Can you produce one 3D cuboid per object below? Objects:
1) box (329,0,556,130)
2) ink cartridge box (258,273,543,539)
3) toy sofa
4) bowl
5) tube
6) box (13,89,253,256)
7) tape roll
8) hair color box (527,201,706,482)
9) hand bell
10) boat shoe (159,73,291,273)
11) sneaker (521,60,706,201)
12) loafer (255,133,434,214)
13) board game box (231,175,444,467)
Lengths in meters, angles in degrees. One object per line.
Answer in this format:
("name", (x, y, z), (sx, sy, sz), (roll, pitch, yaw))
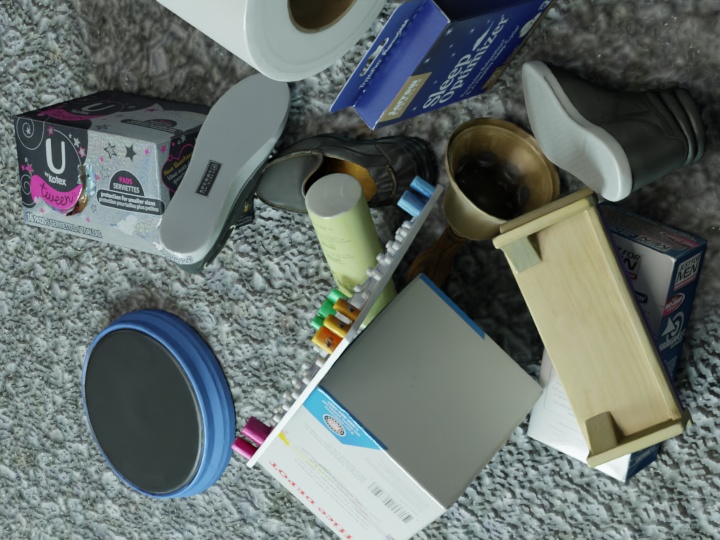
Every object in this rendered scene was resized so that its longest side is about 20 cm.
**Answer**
("box", (0.069, -0.172, 1.404), (0.032, 0.199, 0.121), (50, 130, 16))
("ink cartridge box", (0.028, 0.130, 1.515), (0.147, 0.145, 0.200), (43, 151, 1))
("toy sofa", (0.181, 0.042, 1.386), (0.082, 0.098, 0.202), (-23, 90, 15))
("bowl", (-0.214, 0.142, 1.861), (0.199, 0.039, 0.203), (15, 113, 37))
("tube", (0.000, 0.000, 1.580), (0.201, 0.051, 0.058), (70, -175, -49))
("box", (-0.219, -0.099, 1.724), (0.199, 0.132, 0.116), (12, 113, 38))
("tape roll", (-0.071, -0.278, 1.493), (0.139, 0.202, 0.204), (36, 124, 27))
("hair color box", (0.206, 0.057, 1.452), (0.099, 0.060, 0.202), (24, 119, 30))
("hand bell", (0.083, -0.030, 1.535), (0.104, 0.104, 0.200), (52, 143, 15))
("boat shoe", (-0.123, -0.089, 1.640), (0.068, 0.201, 0.057), (24, 162, 16))
("sneaker", (0.200, -0.120, 1.404), (0.200, 0.098, 0.071), (-127, 24, -56))
("loafer", (-0.030, -0.084, 1.605), (0.199, 0.072, 0.074), (-8, 100, 43))
("board game box", (-0.020, 0.039, 1.445), (0.026, 0.200, 0.200), (34, 135, -3))
